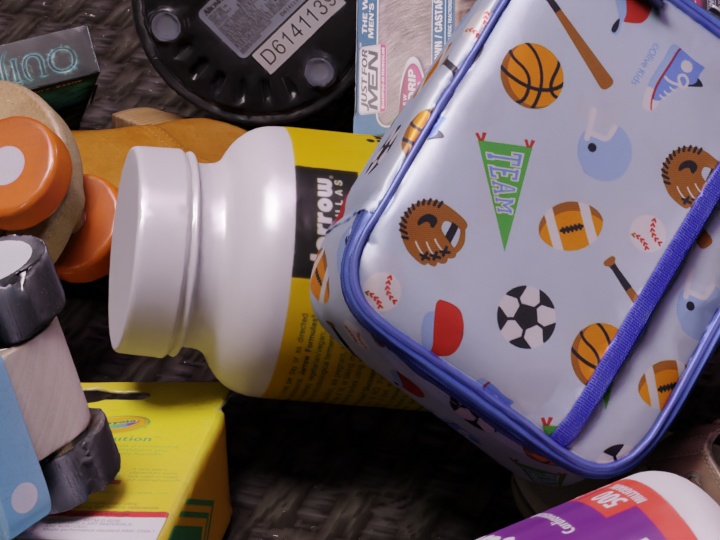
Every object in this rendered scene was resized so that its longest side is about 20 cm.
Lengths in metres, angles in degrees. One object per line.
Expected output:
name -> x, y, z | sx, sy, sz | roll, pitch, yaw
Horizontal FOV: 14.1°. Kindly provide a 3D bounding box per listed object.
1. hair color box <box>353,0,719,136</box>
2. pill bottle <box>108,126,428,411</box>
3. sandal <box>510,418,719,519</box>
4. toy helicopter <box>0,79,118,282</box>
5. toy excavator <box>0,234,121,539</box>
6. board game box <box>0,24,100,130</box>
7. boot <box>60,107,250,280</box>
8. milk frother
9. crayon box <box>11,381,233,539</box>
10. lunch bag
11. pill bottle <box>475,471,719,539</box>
hair color box -> 0.084, -0.097, 1.286 | 0.060, 0.100, 0.200 | -4, -6, 42
pill bottle -> 0.000, 0.000, 1.203 | 0.199, 0.113, 0.113 | 5, 34, -12
sandal -> 0.158, 0.087, 1.145 | 0.200, 0.057, 0.080 | 10, 39, 21
toy helicopter -> -0.202, 0.003, 1.251 | 0.132, 0.079, 0.200 | 35, 86, 31
toy excavator -> -0.177, 0.076, 1.053 | 0.200, 0.100, 0.194 | -35, 33, -31
board game box -> -0.226, -0.065, 1.367 | 0.199, 0.028, 0.135 | -15, -6, -12
boot -> -0.115, -0.023, 1.315 | 0.201, 0.071, 0.144 | -24, 30, -34
milk frother -> 0.011, -0.132, 1.420 | 0.180, 0.200, 0.188 | -24, 16, 18
crayon box -> -0.124, 0.103, 1.146 | 0.126, 0.051, 0.200 | 0, 22, 10
lunch bag -> 0.087, -0.024, 1.132 | 0.160, 0.076, 0.200 | 35, 74, -6
pill bottle -> 0.045, 0.153, 1.025 | 0.199, 0.113, 0.112 | -20, 38, -19
